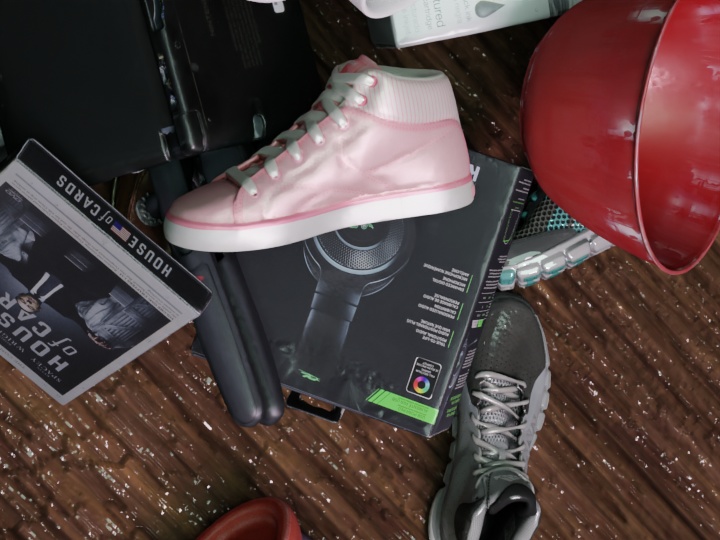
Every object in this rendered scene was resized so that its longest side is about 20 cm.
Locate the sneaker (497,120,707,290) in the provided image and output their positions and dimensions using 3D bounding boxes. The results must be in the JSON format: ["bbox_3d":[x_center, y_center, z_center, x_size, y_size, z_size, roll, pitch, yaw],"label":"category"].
[{"bbox_3d":[0.148,-0.053,1.615,0.199,0.078,0.091,-26,85,-11],"label":"sneaker"}]

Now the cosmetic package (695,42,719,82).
[{"bbox_3d":[0.326,-0.124,1.633,0.200,0.074,0.102,37,89,-13],"label":"cosmetic package"}]

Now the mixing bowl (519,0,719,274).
[{"bbox_3d":[0.172,-0.105,1.513,0.108,0.200,0.201,12,96,28],"label":"mixing bowl"}]

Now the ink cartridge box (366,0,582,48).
[{"bbox_3d":[0.098,-0.238,1.563,0.199,0.084,0.146,-12,99,-10],"label":"ink cartridge box"}]

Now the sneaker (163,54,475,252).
[{"bbox_3d":[-0.029,-0.076,1.428,0.199,0.075,0.105,-11,108,-15],"label":"sneaker"}]

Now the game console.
[{"bbox_3d":[-0.139,-0.164,1.466,0.175,0.116,0.201,-16,91,-41],"label":"game console"}]

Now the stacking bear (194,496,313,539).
[{"bbox_3d":[-0.032,0.261,1.593,0.200,0.121,0.114,51,49,-24],"label":"stacking bear"}]

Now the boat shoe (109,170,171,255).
[{"bbox_3d":[-0.115,-0.085,1.547,0.072,0.068,0.201,17,94,-15],"label":"boat shoe"}]

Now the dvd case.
[{"bbox_3d":[-0.200,0.006,1.486,0.150,0.200,0.025,41,53,-13],"label":"dvd case"}]

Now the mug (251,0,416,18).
[{"bbox_3d":[-0.024,-0.248,1.412,0.200,0.148,0.175,-44,77,-6],"label":"mug"}]

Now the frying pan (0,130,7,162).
[{"bbox_3d":[-0.261,-0.080,1.540,0.114,0.031,0.191,13,92,-13],"label":"frying pan"}]

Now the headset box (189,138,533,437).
[{"bbox_3d":[0.000,0.000,1.542,0.174,0.093,0.201,20,94,10],"label":"headset box"}]

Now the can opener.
[{"bbox_3d":[-0.092,0.004,1.475,0.078,0.063,0.201,-22,74,33],"label":"can opener"}]

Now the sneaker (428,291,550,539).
[{"bbox_3d":[0.101,0.120,1.595,0.075,0.115,0.201,6,96,-12],"label":"sneaker"}]
